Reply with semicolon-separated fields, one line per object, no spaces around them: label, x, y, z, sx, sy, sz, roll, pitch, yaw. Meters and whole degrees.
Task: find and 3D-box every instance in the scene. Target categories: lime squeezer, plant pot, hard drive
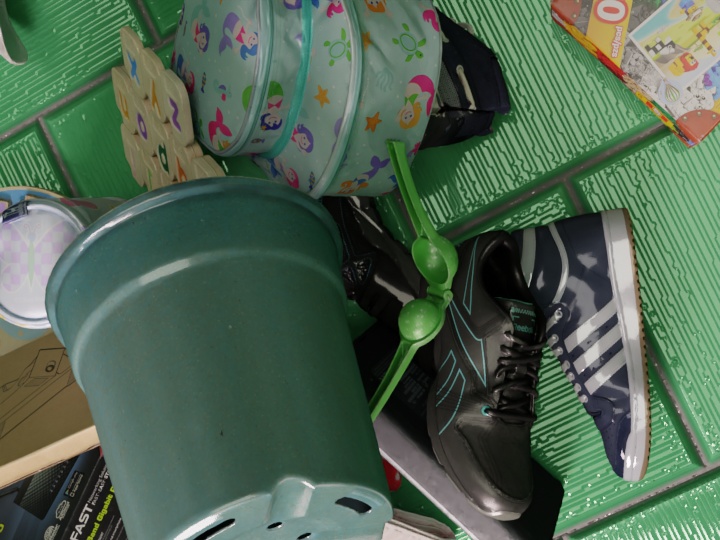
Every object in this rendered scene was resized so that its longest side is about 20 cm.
lime squeezer;0.035;0.017;0.739;0.037;0.070;0.203;14;99;33
plant pot;-0.077;0.083;0.665;0.199;0.200;0.197;-30;54;11
hard drive;0.063;0.127;0.811;0.200;0.139;0.033;42;107;6

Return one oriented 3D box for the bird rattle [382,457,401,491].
bird rattle;-0.064;0.169;0.838;0.112;0.198;0.165;39;118;39

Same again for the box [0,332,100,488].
box;-0.256;0.103;0.837;0.198;0.164;0.021;-25;120;12

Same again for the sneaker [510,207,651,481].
sneaker;0.158;0.059;0.825;0.107;0.070;0.203;-5;86;7

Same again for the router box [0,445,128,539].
router box;-0.239;0.197;0.825;0.149;0.062;0.202;3;64;47

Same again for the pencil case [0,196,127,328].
pencil case;-0.207;-0.010;0.796;0.090;0.200;0.084;-23;93;5

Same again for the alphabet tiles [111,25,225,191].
alphabet tiles;-0.141;-0.074;0.822;0.014;0.200;0.197;-20;131;-23

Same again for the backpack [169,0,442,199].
backpack;-0.039;-0.146;0.763;0.200;0.149;0.179;44;129;37

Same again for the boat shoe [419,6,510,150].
boat shoe;0.042;-0.181;0.844;0.092;0.075;0.202;-7;67;-30

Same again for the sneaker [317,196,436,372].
sneaker;0.000;0.000;0.848;0.081;0.073;0.201;-32;77;-4

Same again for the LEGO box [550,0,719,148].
LEGO box;0.256;-0.214;0.789;0.149;0.077;0.200;43;100;6

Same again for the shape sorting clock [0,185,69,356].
shape sorting clock;-0.284;0.030;0.924;0.197;0.039;0.203;1;93;11

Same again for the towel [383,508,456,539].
towel;-0.041;0.246;0.825;0.200;0.191;0.032;-43;52;9

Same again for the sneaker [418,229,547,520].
sneaker;0.088;0.066;0.749;0.079;0.075;0.202;-36;55;45

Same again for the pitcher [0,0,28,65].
pitcher;-0.387;-0.232;0.902;0.197;0.121;0.174;-10;70;1
